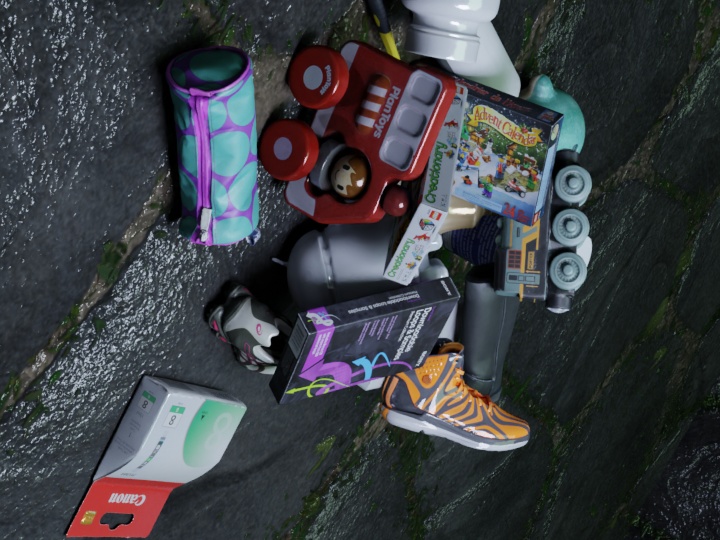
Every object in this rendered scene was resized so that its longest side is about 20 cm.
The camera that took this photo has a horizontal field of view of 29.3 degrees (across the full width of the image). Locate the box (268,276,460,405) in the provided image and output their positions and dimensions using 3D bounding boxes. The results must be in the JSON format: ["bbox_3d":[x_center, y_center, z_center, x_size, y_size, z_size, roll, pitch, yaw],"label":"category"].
[{"bbox_3d":[0.004,0.080,1.558,0.198,0.036,0.144,-14,148,-29],"label":"box"}]

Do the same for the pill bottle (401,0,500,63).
[{"bbox_3d":[0.102,-0.331,1.488,0.112,0.111,0.203,-7,111,-56],"label":"pill bottle"}]

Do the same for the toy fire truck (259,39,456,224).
[{"bbox_3d":[-0.001,-0.140,1.469,0.112,0.167,0.202,4,113,-58],"label":"toy fire truck"}]

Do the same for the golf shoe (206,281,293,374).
[{"bbox_3d":[-0.104,0.088,1.592,0.078,0.088,0.200,-55,152,-4],"label":"golf shoe"}]

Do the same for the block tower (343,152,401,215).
[{"bbox_3d":[0.015,-0.118,1.631,0.054,0.058,0.202,-38,146,-35],"label":"block tower"}]

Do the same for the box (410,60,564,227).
[{"bbox_3d":[0.134,-0.151,1.639,0.038,0.198,0.138,-41,147,-47],"label":"box"}]

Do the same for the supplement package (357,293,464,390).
[{"bbox_3d":[0.036,0.068,1.766,0.199,0.117,0.118,0,117,-59],"label":"supplement package"}]

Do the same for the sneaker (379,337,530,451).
[{"bbox_3d":[0.129,0.151,1.700,0.198,0.078,0.113,14,103,-16],"label":"sneaker"}]

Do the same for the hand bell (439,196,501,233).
[{"bbox_3d":[0.178,-0.079,1.754,0.104,0.197,0.106,-177,-90,-90],"label":"hand bell"}]

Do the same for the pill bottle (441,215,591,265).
[{"bbox_3d":[0.202,-0.048,1.841,0.119,0.199,0.121,-37,144,-34],"label":"pill bottle"}]

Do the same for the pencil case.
[{"bbox_3d":[-0.142,-0.117,1.348,0.093,0.084,0.202,-71,166,-48],"label":"pencil case"}]

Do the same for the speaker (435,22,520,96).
[{"bbox_3d":[0.133,-0.262,1.662,0.082,0.081,0.200,-57,152,-6],"label":"speaker"}]

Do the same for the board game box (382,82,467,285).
[{"bbox_3d":[0.073,-0.099,1.525,0.127,0.034,0.201,116,-11,-47],"label":"board game box"}]

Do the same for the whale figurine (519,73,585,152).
[{"bbox_3d":[0.233,-0.184,1.869,0.199,0.103,0.161,-7,122,-55],"label":"whale figurine"}]

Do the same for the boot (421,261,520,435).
[{"bbox_3d":[0.138,0.096,1.765,0.164,0.065,0.202,-28,139,-45],"label":"boot"}]

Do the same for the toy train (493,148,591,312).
[{"bbox_3d":[0.222,-0.051,1.691,0.085,0.112,0.203,38,55,-83],"label":"toy train"}]

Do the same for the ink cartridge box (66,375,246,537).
[{"bbox_3d":[-0.228,0.223,1.558,0.161,0.050,0.202,21,95,-61],"label":"ink cartridge box"}]

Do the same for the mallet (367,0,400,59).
[{"bbox_3d":[0.037,-0.258,1.529,0.041,0.065,0.201,-50,149,-23],"label":"mallet"}]

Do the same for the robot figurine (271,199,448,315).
[{"bbox_3d":[0.000,0.000,1.605,0.113,0.197,0.172,-119,-162,-82],"label":"robot figurine"}]
